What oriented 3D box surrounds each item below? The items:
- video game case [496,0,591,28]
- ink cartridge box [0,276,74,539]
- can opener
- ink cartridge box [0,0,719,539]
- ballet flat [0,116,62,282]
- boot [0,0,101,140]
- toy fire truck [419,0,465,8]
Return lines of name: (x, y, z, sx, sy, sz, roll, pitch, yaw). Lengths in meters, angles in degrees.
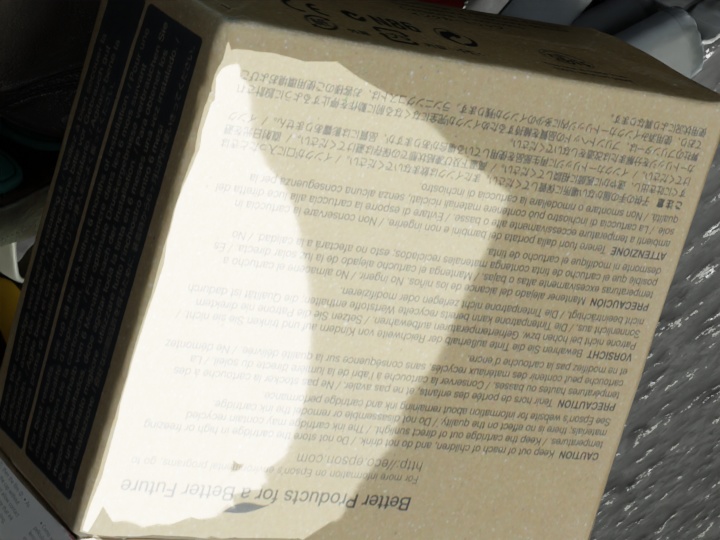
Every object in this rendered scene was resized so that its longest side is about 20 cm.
video game case: (0.095, -0.129, 1.068, 0.200, 0.023, 0.182, -50, 180, 12)
ink cartridge box: (-0.111, 0.097, 1.074, 0.084, 0.200, 0.175, -42, 157, 10)
can opener: (0.113, -0.105, 1.240, 0.199, 0.053, 0.067, -32, 123, -18)
ink cartridge box: (0.000, 0.000, 0.934, 0.199, 0.075, 0.166, 7, 109, -37)
ballet flat: (-0.123, -0.020, 0.996, 0.199, 0.067, 0.063, -15, 124, -43)
boot: (-0.093, -0.108, 0.892, 0.174, 0.069, 0.200, 9, 123, -50)
toy fire truck: (-0.026, -0.017, 1.041, 0.141, 0.049, 0.200, -59, -174, 40)
